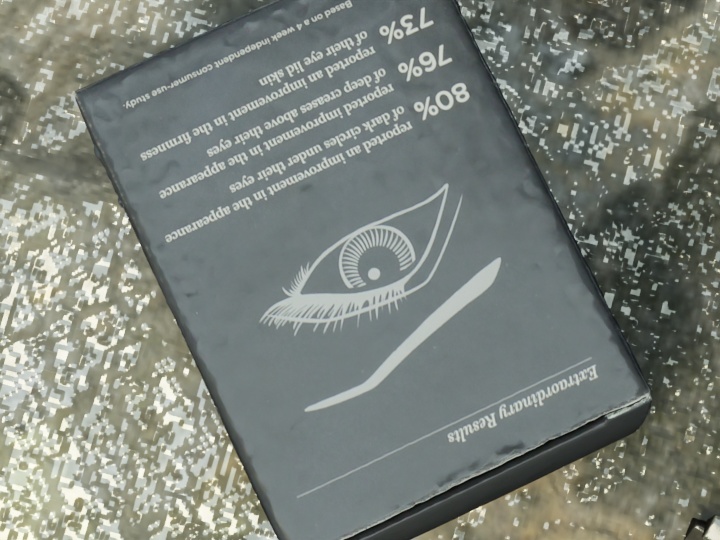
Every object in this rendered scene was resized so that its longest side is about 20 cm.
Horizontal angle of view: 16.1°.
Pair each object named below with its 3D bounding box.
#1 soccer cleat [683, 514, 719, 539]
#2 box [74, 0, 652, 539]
[{"bbox_3d":[0.204,0.052,0.976,0.085,0.069,0.200,31,84,-2],"label":"soccer cleat"},{"bbox_3d":[0.000,0.000,0.966,0.148,0.104,0.200,-24,80,-4],"label":"box"}]
